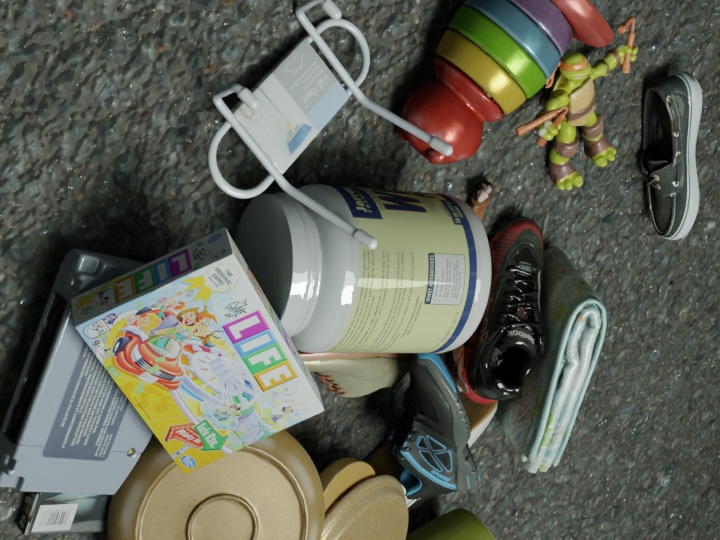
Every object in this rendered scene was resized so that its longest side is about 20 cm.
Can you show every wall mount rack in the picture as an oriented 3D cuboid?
[{"bbox_3d":[-0.025,-0.119,1.093,0.174,0.074,0.200,50,63,-20],"label":"wall mount rack"}]

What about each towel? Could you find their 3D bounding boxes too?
[{"bbox_3d":[0.197,0.093,1.417,0.048,0.171,0.202,13,107,-14],"label":"towel"}]

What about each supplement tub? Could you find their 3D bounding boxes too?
[{"bbox_3d":[0.000,0.000,1.166,0.198,0.145,0.147,2,112,-31],"label":"supplement tub"}]

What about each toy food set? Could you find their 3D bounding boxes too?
[{"bbox_3d":[-0.023,0.288,1.305,0.200,0.048,0.200,-60,151,-5],"label":"toy food set"}]

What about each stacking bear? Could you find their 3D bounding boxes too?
[{"bbox_3d":[0.117,-0.185,1.219,0.201,0.121,0.114,-50,140,2],"label":"stacking bear"}]

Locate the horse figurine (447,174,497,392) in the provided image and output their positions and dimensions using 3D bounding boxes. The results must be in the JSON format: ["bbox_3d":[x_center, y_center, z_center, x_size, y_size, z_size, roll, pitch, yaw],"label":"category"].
[{"bbox_3d":[0.097,0.017,1.335,0.133,0.049,0.203,-53,148,-62],"label":"horse figurine"}]

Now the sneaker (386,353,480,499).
[{"bbox_3d":[0.066,0.158,1.302,0.081,0.074,0.202,-17,129,-2],"label":"sneaker"}]

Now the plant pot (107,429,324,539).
[{"bbox_3d":[-0.125,0.227,1.178,0.197,0.027,0.203,-3,102,-14],"label":"plant pot"}]

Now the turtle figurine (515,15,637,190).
[{"bbox_3d":[0.215,-0.162,1.354,0.200,0.064,0.162,-46,145,-27],"label":"turtle figurine"}]

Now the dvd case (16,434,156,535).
[{"bbox_3d":[-0.207,0.136,1.153,0.145,0.022,0.202,7,107,-46],"label":"dvd case"}]

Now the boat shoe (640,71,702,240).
[{"bbox_3d":[0.346,-0.126,1.506,0.056,0.068,0.203,-17,118,-27],"label":"boat shoe"}]

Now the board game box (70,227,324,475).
[{"bbox_3d":[-0.126,0.070,1.060,0.133,0.034,0.201,-25,133,2],"label":"board game box"}]

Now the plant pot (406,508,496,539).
[{"bbox_3d":[0.048,0.380,1.445,0.198,0.187,0.189,-13,123,-21],"label":"plant pot"}]

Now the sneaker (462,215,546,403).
[{"bbox_3d":[0.159,0.044,1.372,0.070,0.098,0.203,14,89,-17],"label":"sneaker"}]

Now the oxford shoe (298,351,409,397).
[{"bbox_3d":[-0.016,0.092,1.275,0.198,0.071,0.075,4,113,-45],"label":"oxford shoe"}]

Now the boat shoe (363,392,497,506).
[{"bbox_3d":[0.069,0.201,1.424,0.199,0.071,0.070,-37,135,-10],"label":"boat shoe"}]

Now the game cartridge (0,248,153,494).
[{"bbox_3d":[-0.212,0.086,1.079,0.132,0.041,0.202,12,104,-51],"label":"game cartridge"}]
